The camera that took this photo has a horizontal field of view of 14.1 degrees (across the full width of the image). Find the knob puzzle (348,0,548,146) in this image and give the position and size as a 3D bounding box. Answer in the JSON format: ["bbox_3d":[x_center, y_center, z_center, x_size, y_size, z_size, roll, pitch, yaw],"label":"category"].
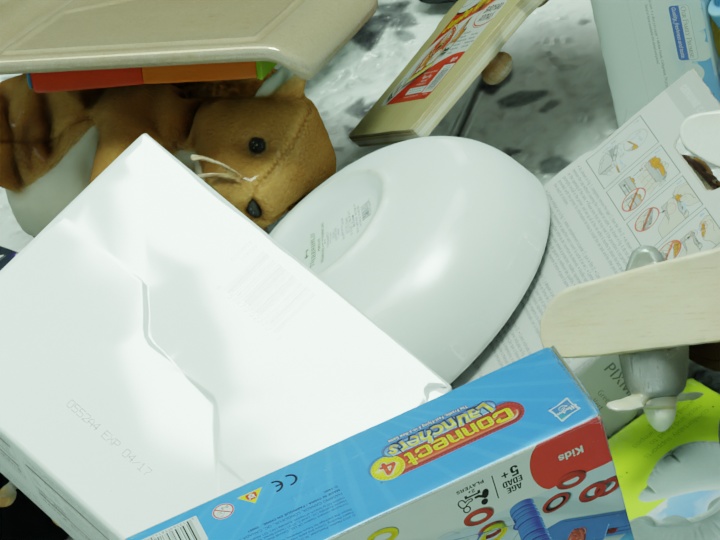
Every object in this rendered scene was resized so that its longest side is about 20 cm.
[{"bbox_3d":[0.083,-0.144,1.641,0.220,0.030,0.220,-48,9,10],"label":"knob puzzle"}]

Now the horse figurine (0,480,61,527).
[{"bbox_3d":[-0.083,0.103,1.444,0.200,0.050,0.133,30,53,16],"label":"horse figurine"}]

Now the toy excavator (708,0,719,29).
[{"bbox_3d":[0.244,-0.218,1.538,0.194,0.200,0.100,-34,15,22],"label":"toy excavator"}]

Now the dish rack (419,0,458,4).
[{"bbox_3d":[0.034,-0.275,1.802,0.055,0.200,0.153,-13,32,33],"label":"dish rack"}]

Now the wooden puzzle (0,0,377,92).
[{"bbox_3d":[-0.104,-0.130,1.596,0.200,0.037,0.185,3,18,12],"label":"wooden puzzle"}]

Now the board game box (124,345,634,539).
[{"bbox_3d":[0.024,0.157,1.234,0.200,0.196,0.056,-24,37,-8],"label":"board game box"}]

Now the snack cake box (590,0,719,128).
[{"bbox_3d":[0.188,-0.185,1.681,0.067,0.115,0.200,-2,39,20],"label":"snack cake box"}]

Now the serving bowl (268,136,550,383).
[{"bbox_3d":[0.000,0.000,1.499,0.200,0.066,0.200,-33,28,20],"label":"serving bowl"}]

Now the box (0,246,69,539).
[{"bbox_3d":[-0.203,0.087,1.527,0.141,0.079,0.200,16,47,41],"label":"box"}]

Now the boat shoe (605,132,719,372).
[{"bbox_3d":[0.183,-0.010,1.487,0.072,0.072,0.200,6,23,-20],"label":"boat shoe"}]

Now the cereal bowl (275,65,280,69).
[{"bbox_3d":[-0.090,-0.169,1.805,0.200,0.083,0.200,-12,36,8],"label":"cereal bowl"}]

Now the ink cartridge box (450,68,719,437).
[{"bbox_3d":[0.122,0.006,1.450,0.200,0.050,0.161,-38,29,8],"label":"ink cartridge box"}]

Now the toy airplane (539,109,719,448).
[{"bbox_3d":[0.208,0.015,1.313,0.200,0.141,0.199,39,88,29],"label":"toy airplane"}]

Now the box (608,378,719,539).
[{"bbox_3d":[0.178,0.134,1.326,0.122,0.048,0.200,-35,39,-21],"label":"box"}]

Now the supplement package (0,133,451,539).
[{"bbox_3d":[-0.077,0.067,1.362,0.200,0.111,0.156,40,74,19],"label":"supplement package"}]

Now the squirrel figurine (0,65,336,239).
[{"bbox_3d":[-0.097,-0.075,1.632,0.187,0.142,0.200,-10,29,23],"label":"squirrel figurine"}]
